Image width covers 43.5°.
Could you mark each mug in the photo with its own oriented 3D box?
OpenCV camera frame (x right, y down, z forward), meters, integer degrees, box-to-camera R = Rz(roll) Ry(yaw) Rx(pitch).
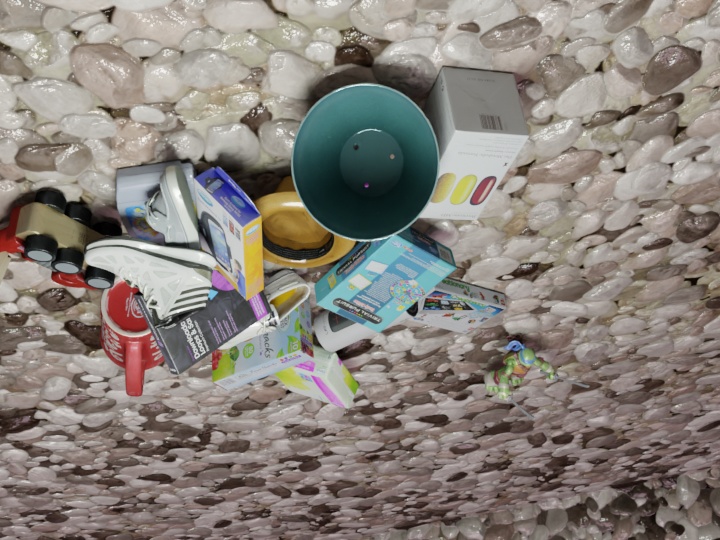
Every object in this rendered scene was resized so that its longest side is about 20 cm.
[{"bbox_3d":[-0.365,0.100,1.512,0.132,0.180,0.200,-25,169,-19],"label":"mug"}]

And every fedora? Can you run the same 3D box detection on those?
[{"bbox_3d":[-0.097,-0.082,1.393,0.196,0.083,0.202,0,149,0],"label":"fedora"}]

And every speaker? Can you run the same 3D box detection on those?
[{"bbox_3d":[0.009,0.085,1.717,0.197,0.083,0.081,-25,147,27],"label":"speaker"}]

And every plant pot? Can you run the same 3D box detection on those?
[{"bbox_3d":[0.012,-0.148,1.242,0.196,0.205,0.135,-12,-175,6],"label":"plant pot"}]

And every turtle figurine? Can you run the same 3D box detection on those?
[{"bbox_3d":[0.361,0.253,2.003,0.199,0.144,0.194,41,163,0],"label":"turtle figurine"}]

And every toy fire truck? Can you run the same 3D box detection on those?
[{"bbox_3d":[-0.493,-0.014,1.395,0.197,0.131,0.175,-12,153,31],"label":"toy fire truck"}]

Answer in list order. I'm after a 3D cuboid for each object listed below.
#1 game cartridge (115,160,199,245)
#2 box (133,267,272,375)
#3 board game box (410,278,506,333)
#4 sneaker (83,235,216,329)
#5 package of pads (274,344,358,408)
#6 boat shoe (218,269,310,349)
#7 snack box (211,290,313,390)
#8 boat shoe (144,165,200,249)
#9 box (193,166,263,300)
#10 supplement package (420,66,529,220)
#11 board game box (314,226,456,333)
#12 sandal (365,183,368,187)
[{"bbox_3d":[-0.300,-0.090,1.384,0.130,0.041,0.201,-5,150,2],"label":"game cartridge"},{"bbox_3d":[-0.249,0.053,1.452,0.199,0.145,0.036,-35,-159,-30],"label":"box"},{"bbox_3d":[0.176,0.069,1.777,0.197,0.035,0.126,15,143,-35],"label":"board game box"},{"bbox_3d":[-0.316,0.020,1.320,0.196,0.118,0.076,7,162,0],"label":"sneaker"},{"bbox_3d":[-0.102,0.209,1.857,0.152,0.069,0.201,14,157,22],"label":"package of pads"},{"bbox_3d":[-0.169,0.075,1.562,0.199,0.069,0.072,-35,132,-28],"label":"boat shoe"},{"bbox_3d":[-0.183,0.120,1.663,0.197,0.145,0.053,-21,148,22],"label":"snack box"},{"bbox_3d":[-0.276,-0.077,1.307,0.070,0.071,0.202,-10,153,-6],"label":"boat shoe"},{"bbox_3d":[-0.194,-0.059,1.340,0.041,0.119,0.202,-35,153,-25],"label":"box"},{"bbox_3d":[0.142,-0.173,1.280,0.111,0.112,0.201,1,149,-15],"label":"supplement package"},{"bbox_3d":[0.040,0.010,1.528,0.149,0.048,0.199,26,127,-35],"label":"board game box"},{"bbox_3d":[-0.002,-0.117,1.398,0.081,0.051,0.202,-25,146,26],"label":"sandal"}]
